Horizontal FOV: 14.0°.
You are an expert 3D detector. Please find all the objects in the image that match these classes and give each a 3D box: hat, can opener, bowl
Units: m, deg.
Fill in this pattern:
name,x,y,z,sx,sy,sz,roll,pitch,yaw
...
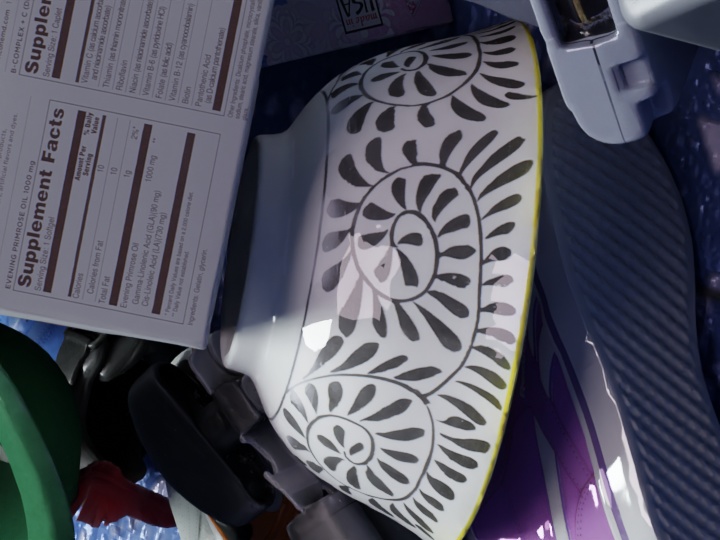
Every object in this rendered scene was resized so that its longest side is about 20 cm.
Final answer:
name,x,y,z,sx,sy,sz,roll,pitch,yaw
hat,-0.124,0.047,1.182,0.166,0.176,0.200,56,140,2
can opener,-0.011,0.108,1.156,0.066,0.053,0.200,-44,78,28
bowl,0.000,0.000,1.092,0.201,0.094,0.202,-172,90,-82

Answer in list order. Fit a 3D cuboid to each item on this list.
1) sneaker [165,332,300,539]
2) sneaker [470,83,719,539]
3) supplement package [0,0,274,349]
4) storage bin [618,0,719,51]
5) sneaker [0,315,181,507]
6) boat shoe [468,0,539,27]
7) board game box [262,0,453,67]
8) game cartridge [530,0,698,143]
name,x,y,z,sx,sy,sz,roll,pitch,yaw
sneaker,-0.043,0.122,1.238,0.092,0.075,0.201,-168,71,-78
sneaker,0.070,0.037,1.097,0.114,0.072,0.201,-25,69,49
supplement package,-0.096,-0.059,1.096,0.200,0.110,0.156,-151,73,-87
storage bin,0.141,-0.157,0.976,0.145,0.134,0.201,-19,72,47
sneaker,-0.121,0.010,1.320,0.111,0.077,0.201,7,80,36
boat shoe,0.047,-0.128,1.044,0.073,0.200,0.067,22,99,26
board game box,-0.069,-0.181,1.237,0.200,0.043,0.200,-10,97,42
game cartridge,0.073,-0.158,1.007,0.041,0.133,0.201,-10,112,24
